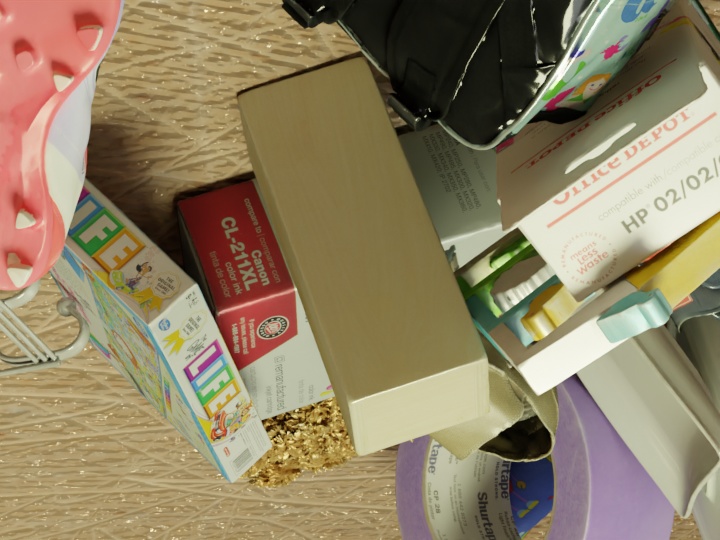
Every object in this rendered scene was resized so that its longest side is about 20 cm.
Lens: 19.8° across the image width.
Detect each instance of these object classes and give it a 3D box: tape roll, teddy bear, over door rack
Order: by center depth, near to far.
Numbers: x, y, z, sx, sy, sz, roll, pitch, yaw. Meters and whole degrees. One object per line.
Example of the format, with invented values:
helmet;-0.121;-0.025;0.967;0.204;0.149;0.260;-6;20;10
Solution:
over door rack;-0.266;0.024;1.107;0.199;0.067;0.148;-20;149;8
teddy bear;-0.004;0.099;1.399;0.199;0.067;0.145;-22;152;-1
tape roll;0.118;0.149;1.429;0.085;0.201;0.200;5;140;-39

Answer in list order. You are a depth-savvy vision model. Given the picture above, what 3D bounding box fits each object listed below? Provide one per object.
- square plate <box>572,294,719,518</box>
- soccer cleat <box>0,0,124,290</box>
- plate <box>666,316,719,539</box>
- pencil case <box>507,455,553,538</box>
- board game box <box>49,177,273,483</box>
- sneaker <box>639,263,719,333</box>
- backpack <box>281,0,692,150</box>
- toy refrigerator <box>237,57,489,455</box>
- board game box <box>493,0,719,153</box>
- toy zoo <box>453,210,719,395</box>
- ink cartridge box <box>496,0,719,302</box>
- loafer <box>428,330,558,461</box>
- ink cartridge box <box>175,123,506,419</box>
square plate;0.160;0.049;1.267;0.028;0.200;0.198;-32;165;-8
soccer cleat;-0.152;-0.086;0.987;0.066;0.077;0.201;15;110;1
plate;0.228;0.108;1.308;0.032;0.200;0.201;-10;135;-3
pencil case;0.130;0.149;1.556;0.087;0.078;0.200;-10;149;-42
board game box;-0.122;0.025;1.133;0.034;0.134;0.200;-42;153;-13
sneaker;0.178;-0.017;1.193;0.199;0.085;0.075;29;150;-17
backpack;0.076;-0.177;0.914;0.150;0.178;0.200;-25;154;-44
toy refrigerator;0.000;-0.009;1.096;0.076;0.201;0.070;-18;150;-6
board game box;0.117;-0.115;1.094;0.134;0.029;0.200;-31;122;14
toy zoo;0.118;-0.002;1.018;0.131;0.200;0.020;-36;107;-1
ink cartridge box;0.129;-0.060;0.989;0.115;0.200;0.068;-35;105;16
loafer;0.060;0.071;1.231;0.200;0.068;0.076;13;136;-47
ink cartridge box;0.000;0.000;1.228;0.199;0.083;0.146;-17;149;-10
